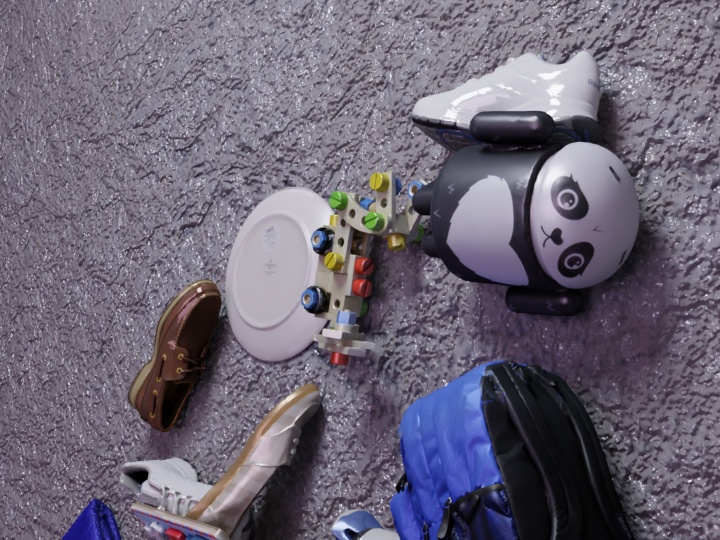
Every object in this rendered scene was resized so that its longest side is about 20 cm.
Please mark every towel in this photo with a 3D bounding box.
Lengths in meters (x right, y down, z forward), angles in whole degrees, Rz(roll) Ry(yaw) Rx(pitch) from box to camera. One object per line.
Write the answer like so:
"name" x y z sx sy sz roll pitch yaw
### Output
"towel" -0.369 0.410 1.251 0.201 0.049 0.148 -50 51 22

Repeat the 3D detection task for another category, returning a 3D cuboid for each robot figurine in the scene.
"robot figurine" 0.138 -0.047 0.839 0.198 0.150 0.126 5 66 44

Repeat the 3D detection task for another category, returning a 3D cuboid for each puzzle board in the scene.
"puzzle board" -0.149 0.305 0.990 0.017 0.152 0.199 -45 21 -29

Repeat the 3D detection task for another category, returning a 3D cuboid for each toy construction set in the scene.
"toy construction set" 0.000 0.000 0.990 0.130 0.092 0.203 7 73 43

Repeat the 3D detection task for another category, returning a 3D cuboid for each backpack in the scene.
"backpack" 0.106 0.183 0.774 0.167 0.161 0.203 -29 62 33

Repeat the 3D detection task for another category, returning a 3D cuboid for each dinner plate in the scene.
"dinner plate" -0.097 0.002 1.120 0.198 0.024 0.204 -14 69 40

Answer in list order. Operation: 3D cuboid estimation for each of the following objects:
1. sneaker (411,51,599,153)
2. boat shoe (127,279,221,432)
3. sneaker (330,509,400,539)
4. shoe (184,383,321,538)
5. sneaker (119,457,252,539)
"sneaker" 0.137 -0.153 0.910 0.198 0.074 0.088 4 70 37
"boat shoe" -0.211 0.105 1.172 0.068 0.071 0.202 44 115 35
"sneaker" 0.015 0.314 0.836 0.114 0.080 0.203 -2 74 43
"shoe" -0.103 0.206 1.030 0.053 0.070 0.200 40 86 12
"sneaker" -0.200 0.266 1.104 0.198 0.087 0.076 12 85 43
